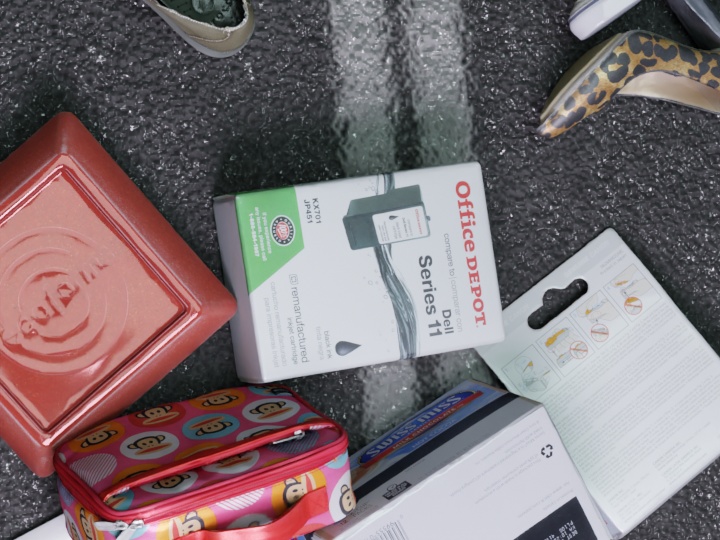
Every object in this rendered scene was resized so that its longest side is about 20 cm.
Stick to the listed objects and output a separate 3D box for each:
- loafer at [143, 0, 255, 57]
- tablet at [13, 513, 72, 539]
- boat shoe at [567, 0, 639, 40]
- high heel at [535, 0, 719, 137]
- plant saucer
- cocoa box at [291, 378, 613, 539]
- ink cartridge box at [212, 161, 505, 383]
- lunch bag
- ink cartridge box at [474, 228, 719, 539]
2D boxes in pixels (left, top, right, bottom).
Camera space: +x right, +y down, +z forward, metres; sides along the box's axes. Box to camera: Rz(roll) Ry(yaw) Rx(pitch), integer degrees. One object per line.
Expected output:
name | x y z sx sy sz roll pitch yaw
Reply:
loafer | -0.155 -0.239 1.579 0.200 0.070 0.075 35 79 -14
tablet | -0.257 0.273 1.563 0.200 0.014 0.130 -28 97 -16
boat shoe | 0.229 -0.266 1.707 0.200 0.071 0.070 -41 91 -16
high heel | 0.243 -0.133 1.703 0.200 0.071 0.143 -42 99 -20
plant saucer | -0.225 0.020 1.547 0.200 0.037 0.200 -41 100 -2
cocoa box | 0.060 0.193 1.597 0.200 0.131 0.134 -32 107 -16
ink cartridge box | 0.000 0.000 1.615 0.200 0.083 0.147 -9 91 -17
lunch bag | -0.108 0.158 1.520 0.200 0.176 0.082 -17 114 -23
ink cartridge box | 0.203 0.092 1.710 0.162 0.050 0.200 -37 82 -15
